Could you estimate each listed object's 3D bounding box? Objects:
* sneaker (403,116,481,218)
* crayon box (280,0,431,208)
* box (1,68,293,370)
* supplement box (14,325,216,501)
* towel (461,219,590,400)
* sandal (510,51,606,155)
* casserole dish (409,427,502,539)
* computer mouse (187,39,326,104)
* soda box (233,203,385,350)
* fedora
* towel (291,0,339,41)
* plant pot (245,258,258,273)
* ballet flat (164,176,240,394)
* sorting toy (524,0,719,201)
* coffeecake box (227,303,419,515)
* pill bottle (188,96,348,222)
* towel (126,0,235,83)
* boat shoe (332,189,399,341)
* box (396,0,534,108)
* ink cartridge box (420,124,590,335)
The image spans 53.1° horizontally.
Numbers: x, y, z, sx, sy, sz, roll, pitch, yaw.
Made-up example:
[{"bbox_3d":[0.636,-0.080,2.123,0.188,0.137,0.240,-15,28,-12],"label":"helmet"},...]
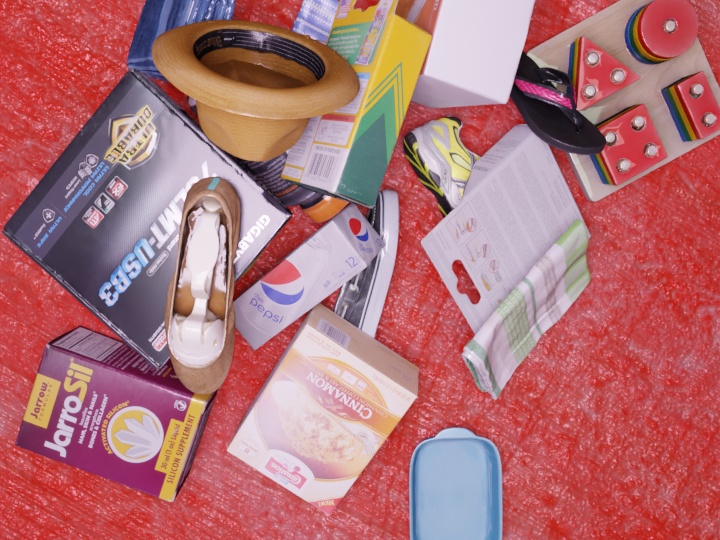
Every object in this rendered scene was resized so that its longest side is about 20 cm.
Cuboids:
[{"bbox_3d":[0.132,-0.092,0.866,0.076,0.075,0.202,-34,102,-7],"label":"sneaker"},{"bbox_3d":[-0.003,-0.172,0.707,0.051,0.125,0.204,17,93,-32],"label":"crayon box"},{"bbox_3d":[-0.199,-0.046,0.687,0.198,0.050,0.200,43,95,-5],"label":"box"},{"bbox_3d":[-0.287,0.169,0.871,0.196,0.103,0.133,20,97,-3],"label":"supplement box"},{"bbox_3d":[0.201,0.052,0.837,0.031,0.150,0.200,39,82,30],"label":"towel"},{"bbox_3d":[0.205,-0.207,0.815,0.074,0.045,0.202,-17,61,-30],"label":"sandal"},{"bbox_3d":[0.121,0.296,0.927,0.118,0.039,0.205,-2,96,-1],"label":"casserole dish"},{"bbox_3d":[-0.115,-0.242,0.837,0.195,0.044,0.112,2,90,9],"label":"computer mouse"},{"bbox_3d":[-0.068,0.009,0.834,0.199,0.068,0.064,-36,96,31],"label":"soda box"},{"bbox_3d":[-0.095,-0.158,0.650,0.196,0.202,0.083,12,124,-3],"label":"fedora"},{"bbox_3d":[-0.039,-0.218,0.871,0.143,0.024,0.203,24,95,-5],"label":"towel"},{"bbox_3d":[-0.206,-0.062,0.803,0.196,0.189,0.206,0,98,-1],"label":"plant pot"},{"bbox_3d":[-0.140,0.019,0.638,0.066,0.072,0.204,9,98,-6],"label":"ballet flat"},{"bbox_3d":[0.328,-0.217,0.856,0.197,0.070,0.201,-28,96,2],"label":"sorting toy"},{"bbox_3d":[-0.045,0.168,0.868,0.152,0.073,0.202,32,110,-5],"label":"coffeecake box"},{"bbox_3d":[-0.088,-0.146,0.801,0.106,0.106,0.200,-40,119,3],"label":"pill bottle"},{"bbox_3d":[-0.197,-0.260,0.777,0.048,0.199,0.114,13,99,-34],"label":"towel"},{"bbox_3d":[0.000,0.000,0.872,0.069,0.072,0.204,10,98,-7],"label":"boat shoe"},{"bbox_3d":[0.089,-0.251,0.773,0.096,0.200,0.127,12,96,-19],"label":"box"},{"bbox_3d":[0.163,-0.043,0.835,0.199,0.057,0.164,-40,116,-11],"label":"ink cartridge box"}]
